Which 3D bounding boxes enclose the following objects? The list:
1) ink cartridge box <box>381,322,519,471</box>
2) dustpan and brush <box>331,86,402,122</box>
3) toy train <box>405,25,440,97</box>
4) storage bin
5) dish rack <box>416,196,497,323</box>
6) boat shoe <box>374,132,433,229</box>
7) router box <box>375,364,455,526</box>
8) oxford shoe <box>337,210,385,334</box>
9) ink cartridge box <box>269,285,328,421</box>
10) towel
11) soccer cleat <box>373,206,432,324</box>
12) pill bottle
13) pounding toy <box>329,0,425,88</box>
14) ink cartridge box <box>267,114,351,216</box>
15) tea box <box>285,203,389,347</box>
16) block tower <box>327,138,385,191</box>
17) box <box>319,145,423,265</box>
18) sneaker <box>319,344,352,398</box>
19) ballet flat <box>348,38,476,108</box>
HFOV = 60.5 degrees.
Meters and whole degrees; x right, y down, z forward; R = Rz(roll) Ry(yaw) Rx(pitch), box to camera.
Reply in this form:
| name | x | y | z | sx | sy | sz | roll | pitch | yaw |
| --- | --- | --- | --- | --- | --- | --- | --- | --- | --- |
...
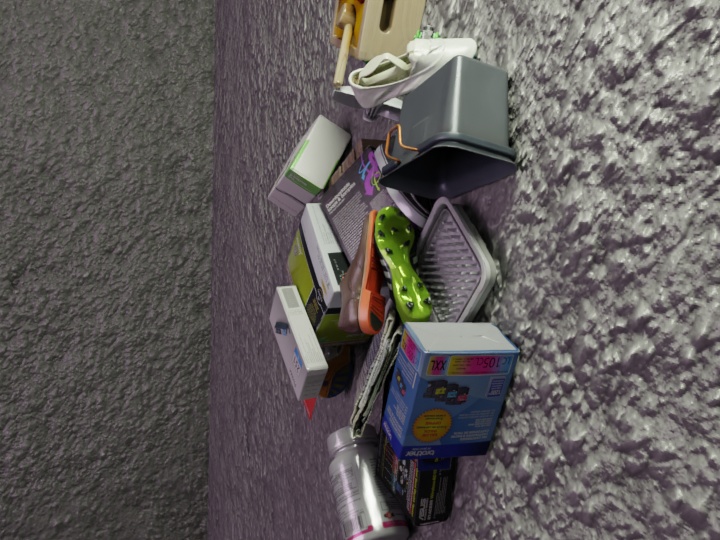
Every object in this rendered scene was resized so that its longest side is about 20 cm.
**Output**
| name | x | y | z | sx | sy | sz | roll | pitch | yaw |
| --- | --- | --- | --- | --- | --- | --- | --- | --- | --- |
| ink cartridge box | 0.111 | 0.172 | 0.816 | 0.076 | 0.135 | 0.201 | -120 | 36 | -58 |
| dustpan and brush | 0.021 | -0.285 | 1.081 | 0.200 | 0.139 | 0.058 | -81 | 7 | -66 |
| toy train | 0.092 | -0.272 | 0.951 | 0.056 | 0.041 | 0.202 | 20 | -102 | -81 |
| storage bin | 0.109 | -0.191 | 0.832 | 0.200 | 0.145 | 0.135 | 162 | 116 | -66 |
| dish rack | 0.128 | 0.014 | 0.894 | 0.201 | 0.043 | 0.172 | 111 | 150 | -41 |
| boat shoe | 0.081 | -0.152 | 0.985 | 0.066 | 0.070 | 0.201 | -46 | 39 | 26 |
| router box | 0.087 | 0.266 | 0.969 | 0.150 | 0.062 | 0.201 | -148 | 60 | -65 |
| oxford shoe | 0.000 | 0.000 | 0.967 | 0.072 | 0.071 | 0.201 | -5 | 67 | 30 |
| ink cartridge box | -0.127 | 0.160 | 1.172 | 0.177 | 0.044 | 0.201 | 108 | 147 | -41 |
| towel | 0.024 | 0.145 | 1.007 | 0.200 | 0.034 | 0.194 | -81 | 14 | -75 |
| soccer cleat | 0.058 | -0.003 | 0.930 | 0.081 | 0.067 | 0.201 | 104 | 156 | -59 |
| pill bottle | 0.007 | 0.385 | 1.097 | 0.114 | 0.113 | 0.201 | 116 | 146 | -47 |
| pounding toy | 0.011 | -0.421 | 1.035 | 0.184 | 0.141 | 0.201 | -126 | 41 | -54 |
| ink cartridge box | -0.116 | -0.222 | 1.344 | 0.146 | 0.084 | 0.200 | -65 | 15 | -21 |
| tea box | -0.043 | 0.010 | 1.171 | 0.197 | 0.133 | 0.201 | 119 | 141 | -49 |
| block tower | -0.010 | -0.183 | 1.201 | 0.200 | 0.057 | 0.054 | 139 | 128 | -62 |
| box | 0.018 | -0.092 | 1.052 | 0.143 | 0.036 | 0.201 | -42 | 60 | 28 |
| sneaker | -0.053 | 0.171 | 1.308 | 0.088 | 0.075 | 0.201 | -117 | 40 | -67 |
| ballet flat | 0.066 | -0.292 | 0.887 | 0.199 | 0.069 | 0.070 | -14 | 75 | 33 |
